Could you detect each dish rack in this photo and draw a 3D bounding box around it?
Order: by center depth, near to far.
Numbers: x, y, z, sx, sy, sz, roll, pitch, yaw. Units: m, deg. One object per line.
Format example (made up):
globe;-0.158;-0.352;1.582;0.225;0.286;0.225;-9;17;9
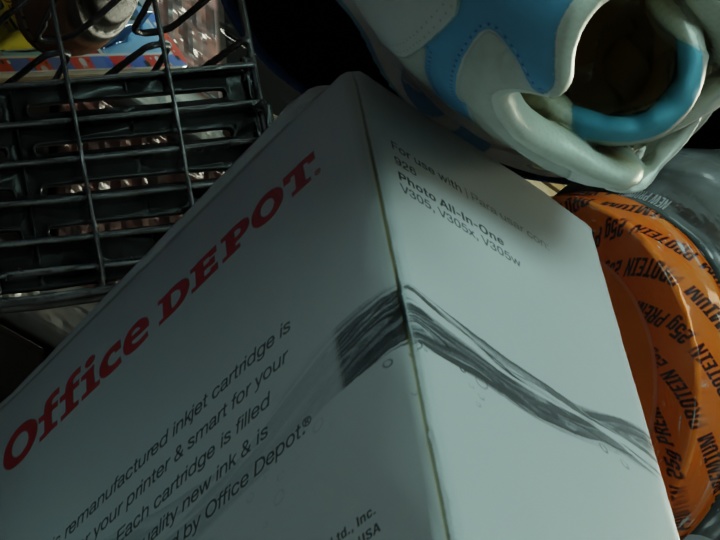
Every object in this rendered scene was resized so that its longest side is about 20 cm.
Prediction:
dish rack;-0.101;-0.085;0.731;0.153;0.055;0.200;-7;78;-25

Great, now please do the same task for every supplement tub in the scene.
supplement tub;0.119;0.028;0.798;0.200;0.123;0.123;-2;52;-45

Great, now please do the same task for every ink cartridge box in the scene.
ink cartridge box;-0.008;0.078;0.607;0.084;0.146;0.200;31;30;-30

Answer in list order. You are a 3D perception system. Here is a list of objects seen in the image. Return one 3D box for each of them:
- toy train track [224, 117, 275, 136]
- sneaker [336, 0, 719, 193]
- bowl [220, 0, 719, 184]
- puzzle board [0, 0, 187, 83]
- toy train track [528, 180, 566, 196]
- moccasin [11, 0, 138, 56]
toy train track;0.000;0.000;0.836;0.115;0.033;0.200;44;28;-2
sneaker;0.049;-0.051;0.658;0.081;0.077;0.200;44;8;22
bowl;0.054;-0.081;0.791;0.200;0.200;0.039;27;61;-32
puzzle board;-0.147;-0.135;0.846;0.200;0.017;0.151;54;28;16
toy train track;0.100;0.020;0.975;0.200;0.033;0.115;33;21;-36
moccasin;-0.112;-0.154;0.828;0.202;0.078;0.074;71;16;8
